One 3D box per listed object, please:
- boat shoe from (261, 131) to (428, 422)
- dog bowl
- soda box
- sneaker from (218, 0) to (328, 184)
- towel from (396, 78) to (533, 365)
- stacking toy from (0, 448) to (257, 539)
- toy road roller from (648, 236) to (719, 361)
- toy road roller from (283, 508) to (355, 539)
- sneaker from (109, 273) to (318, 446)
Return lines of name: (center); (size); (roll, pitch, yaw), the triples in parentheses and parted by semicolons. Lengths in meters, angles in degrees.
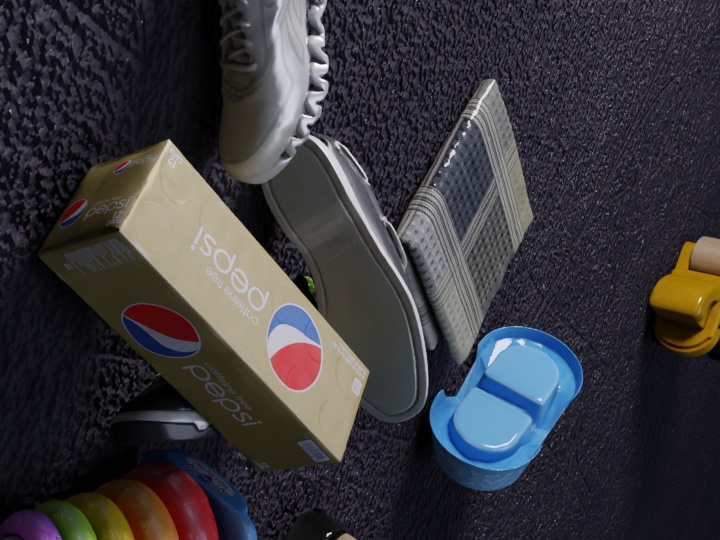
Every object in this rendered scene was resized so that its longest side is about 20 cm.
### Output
boat shoe: (0.000, 0.000, 0.757); (0.060, 0.075, 0.202); (-28, 99, -67)
dog bowl: (0.142, 0.137, 1.124); (0.200, 0.111, 0.050); (-45, 154, -41)
soda box: (-0.079, 0.026, 0.630); (0.200, 0.064, 0.068); (52, 42, -33)
sneaker: (-0.057, -0.152, 0.660); (0.081, 0.075, 0.202); (10, 94, -48)
towel: (0.094, -0.040, 1.029); (0.194, 0.034, 0.201); (-61, 148, -27)
stacking toy: (-0.163, 0.165, 0.619); (0.199, 0.116, 0.111); (5, 106, -47)
toy road roller: (0.514, 0.033, 1.722); (0.146, 0.122, 0.202); (35, 74, -49)
toy road roller: (-0.043, 0.294, 0.852); (0.199, 0.122, 0.147); (-29, 141, -50)
sneaker: (-0.090, 0.050, 0.725); (0.199, 0.071, 0.084); (-24, 102, -56)
